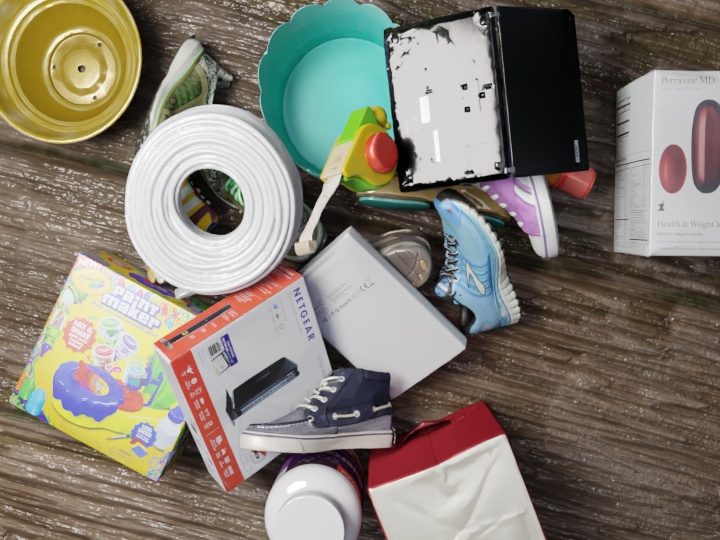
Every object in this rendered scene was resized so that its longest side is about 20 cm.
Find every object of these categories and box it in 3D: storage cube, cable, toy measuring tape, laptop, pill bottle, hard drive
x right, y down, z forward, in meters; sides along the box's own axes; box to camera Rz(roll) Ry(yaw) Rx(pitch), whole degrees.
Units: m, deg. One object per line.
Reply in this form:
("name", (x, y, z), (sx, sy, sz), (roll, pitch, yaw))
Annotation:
("storage cube", (0.115, 0.282, 0.983), (0.168, 0.180, 0.204), (-21, 90, 2))
("cable", (-0.162, -0.076, 0.914), (0.196, 0.069, 0.204), (-15, 101, 7))
("toy measuring tape", (-0.006, -0.087, 0.873), (0.072, 0.074, 0.203), (21, 63, 0))
("laptop", (0.139, -0.187, 0.922), (0.196, 0.103, 0.182), (-6, 92, 22))
("pill bottle", (-0.051, 0.270, 0.975), (0.110, 0.200, 0.115), (0, 92, 1))
("hard drive", (0.014, 0.055, 1.001), (0.200, 0.027, 0.131), (43, 122, -15))

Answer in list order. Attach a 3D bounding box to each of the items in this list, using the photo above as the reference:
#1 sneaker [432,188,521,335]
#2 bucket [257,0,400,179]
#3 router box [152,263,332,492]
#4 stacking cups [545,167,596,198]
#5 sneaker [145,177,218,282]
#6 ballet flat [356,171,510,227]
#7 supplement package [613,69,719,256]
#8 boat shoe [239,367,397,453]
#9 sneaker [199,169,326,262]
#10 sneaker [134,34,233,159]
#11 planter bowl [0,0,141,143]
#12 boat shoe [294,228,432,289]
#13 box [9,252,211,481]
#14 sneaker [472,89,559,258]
("sneaker", (0.124, -0.001, 0.988), (0.089, 0.079, 0.203), (-26, 118, -3))
("bucket", (-0.018, -0.202, 0.990), (0.202, 0.135, 0.213), (0, 91, 2))
("router box", (-0.123, 0.123, 0.965), (0.178, 0.049, 0.203), (-33, 126, -24))
("stacking cups", (0.192, -0.144, 1.026), (0.197, 0.061, 0.061), (28, 92, -1))
("sneaker", (-0.222, -0.082, 1.029), (0.088, 0.075, 0.205), (0, 75, -21))
("ballet flat", (0.092, -0.099, 1.028), (0.195, 0.069, 0.065), (9, 83, -11))
("supplement package", (0.409, -0.119, 0.977), (0.186, 0.147, 0.205), (0, 93, 1))
("boat shoe", (-0.048, 0.161, 0.972), (0.196, 0.074, 0.095), (4, 82, -32))
("sneaker", (-0.125, -0.095, 1.006), (0.199, 0.089, 0.077), (40, 90, 11))
("sneaker", (-0.205, -0.189, 0.999), (0.087, 0.077, 0.203), (25, 61, -15))
("planter bowl", (-0.354, -0.254, 1.022), (0.195, 0.083, 0.206), (0, 92, 1))
("boat shoe", (0.000, 0.000, 1.030), (0.196, 0.074, 0.076), (-12, 120, 21))
("box", (-0.277, 0.110, 1.015), (0.197, 0.122, 0.196), (26, 91, 0))
("sneaker", (0.162, -0.101, 0.986), (0.112, 0.073, 0.204), (-19, 96, 14))
